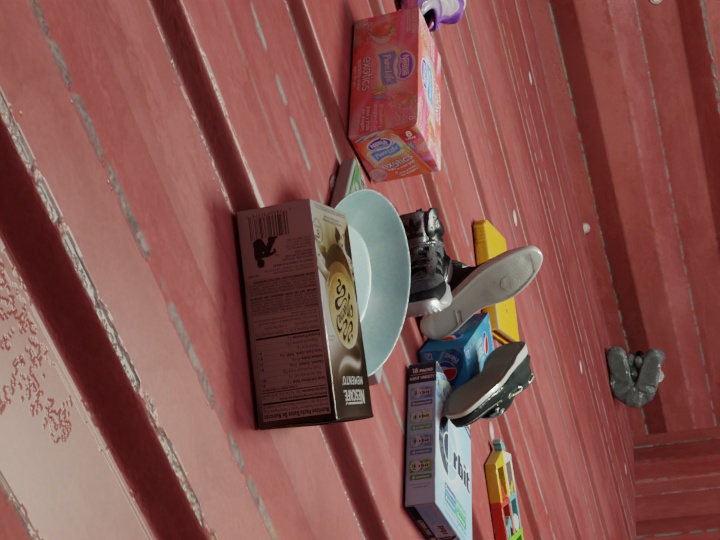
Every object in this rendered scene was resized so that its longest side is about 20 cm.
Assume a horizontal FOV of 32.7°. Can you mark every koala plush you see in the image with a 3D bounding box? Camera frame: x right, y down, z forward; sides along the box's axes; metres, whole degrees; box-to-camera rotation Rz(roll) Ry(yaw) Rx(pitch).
[{"bbox_3d":[0.852,0.320,3.790,0.200,0.175,0.187,-11,103,-73],"label":"koala plush"}]

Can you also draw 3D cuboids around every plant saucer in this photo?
[{"bbox_3d":[-0.011,0.015,1.308,0.200,0.038,0.204,-9,101,-56],"label":"plant saucer"}]

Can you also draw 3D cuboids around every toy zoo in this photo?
[{"bbox_3d":[0.234,0.376,1.994,0.131,0.020,0.203,2,79,-72],"label":"toy zoo"}]

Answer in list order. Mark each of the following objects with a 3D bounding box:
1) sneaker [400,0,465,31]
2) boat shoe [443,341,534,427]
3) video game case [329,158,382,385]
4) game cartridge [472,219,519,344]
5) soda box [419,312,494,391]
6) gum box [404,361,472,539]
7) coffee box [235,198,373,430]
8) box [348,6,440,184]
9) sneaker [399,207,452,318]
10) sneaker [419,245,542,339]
[{"bbox_3d":[0.108,-0.412,1.923,0.200,0.079,0.090,15,74,-66],"label":"sneaker"},{"bbox_3d":[0.178,0.162,1.627,0.199,0.075,0.061,-36,109,-46],"label":"boat shoe"},{"bbox_3d":[0.000,0.000,1.437,0.201,0.022,0.184,-79,154,-49],"label":"video game case"},{"bbox_3d":[0.241,0.023,2.193,0.176,0.032,0.203,32,48,-67],"label":"game cartridge"},{"bbox_3d":[0.141,0.116,1.750,0.200,0.067,0.065,-36,117,-71],"label":"soda box"},{"bbox_3d":[0.105,0.250,1.605,0.171,0.044,0.202,59,26,-49],"label":"gum box"},{"bbox_3d":[-0.051,0.045,1.152,0.113,0.079,0.203,14,68,-72],"label":"coffee box"},{"bbox_3d":[0.046,-0.227,1.582,0.103,0.093,0.202,57,29,-50],"label":"box"},{"bbox_3d":[0.075,-0.016,1.606,0.200,0.074,0.115,-67,143,-70],"label":"sneaker"},{"bbox_3d":[0.160,0.006,1.700,0.071,0.199,0.100,43,23,-29],"label":"sneaker"}]
